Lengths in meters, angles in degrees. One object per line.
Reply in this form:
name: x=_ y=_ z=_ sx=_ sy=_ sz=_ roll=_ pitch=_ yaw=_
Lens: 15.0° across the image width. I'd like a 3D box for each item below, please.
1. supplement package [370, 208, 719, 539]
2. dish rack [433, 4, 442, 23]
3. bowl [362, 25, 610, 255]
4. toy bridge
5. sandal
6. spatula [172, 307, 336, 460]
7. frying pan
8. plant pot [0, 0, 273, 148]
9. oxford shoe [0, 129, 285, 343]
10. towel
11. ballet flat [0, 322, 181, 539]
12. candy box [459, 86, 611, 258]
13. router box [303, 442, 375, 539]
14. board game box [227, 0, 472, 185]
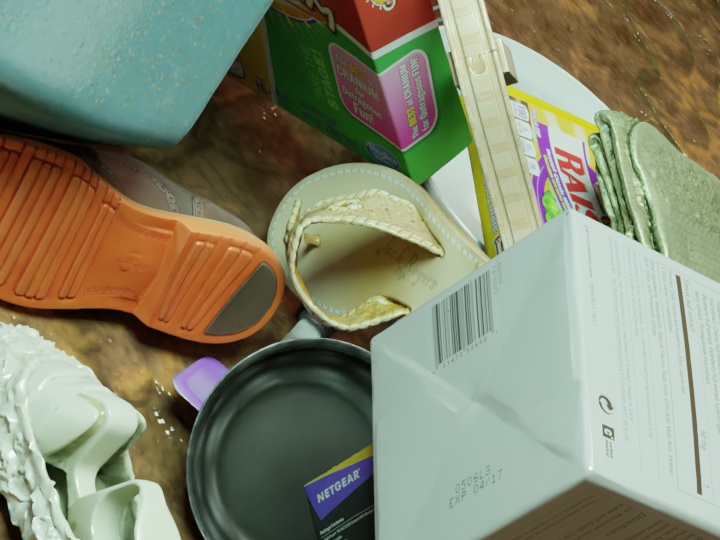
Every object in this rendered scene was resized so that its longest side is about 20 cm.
supplement package: x=0.117 y=0.084 z=1.074 sx=0.200 sy=0.121 sz=0.120 roll=25 pitch=47 yaw=-33
dish rack: x=0.010 y=-0.176 z=1.469 sx=0.153 sy=0.055 sz=0.200 roll=13 pitch=20 yaw=27
bowl: x=0.071 y=-0.022 z=1.408 sx=0.201 sy=0.090 sz=0.201 roll=29 pitch=37 yaw=-25
toy bridge: x=0.055 y=-0.091 z=1.232 sx=0.067 sy=0.027 sz=0.200 roll=11 pitch=65 yaw=-83
sandal: x=0.002 y=-0.005 z=1.238 sx=0.070 sy=0.078 sz=0.212 roll=20 pitch=8 yaw=-42
spatula: x=-0.032 y=0.037 z=1.291 sx=0.057 sy=0.021 sz=0.200 roll=43 pitch=32 yaw=1
frying pan: x=0.011 y=0.073 z=1.206 sx=0.190 sy=0.031 sz=0.115 roll=-23 pitch=93 yaw=-19
plant pot: x=-0.143 y=-0.153 z=1.170 sx=0.200 sy=0.196 sz=0.196 roll=39 pitch=76 yaw=-26
oxford shoe: x=-0.130 y=-0.024 z=1.221 sx=0.200 sy=0.071 sz=0.073 roll=24 pitch=17 yaw=-34
towel: x=0.170 y=0.009 z=1.338 sx=0.200 sy=0.036 sz=0.148 roll=30 pitch=43 yaw=-62
ballet flat: x=-0.105 y=0.093 z=1.109 sx=0.072 sy=0.072 sz=0.200 roll=10 pitch=46 yaw=-43
candy box: x=0.104 y=0.004 z=1.309 sx=0.102 sy=0.026 sz=0.200 roll=23 pitch=44 yaw=-36
router box: x=0.082 y=0.154 z=1.127 sx=0.200 sy=0.052 sz=0.157 roll=7 pitch=58 yaw=-44
board game box: x=-0.032 y=-0.148 z=1.272 sx=0.040 sy=0.200 sz=0.153 roll=-40 pitch=48 yaw=-20
